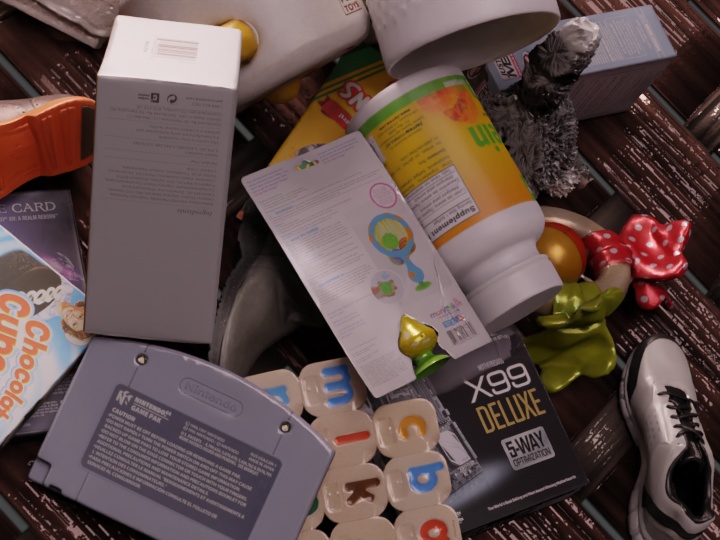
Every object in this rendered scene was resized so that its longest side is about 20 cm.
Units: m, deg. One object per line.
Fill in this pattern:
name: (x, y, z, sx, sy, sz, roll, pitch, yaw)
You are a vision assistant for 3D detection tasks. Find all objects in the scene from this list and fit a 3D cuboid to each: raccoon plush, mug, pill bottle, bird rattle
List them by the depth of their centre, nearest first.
pill bottle: (0.080, -0.054, 1.327, 0.110, 0.111, 0.201, -22, 76, -30)
mug: (0.079, -0.263, 1.345, 0.199, 0.147, 0.177, -5, 77, -60)
raccoon plush: (0.178, -0.126, 1.411, 0.133, 0.200, 0.097, -12, 67, -48)
bird rattle: (0.189, -0.005, 1.419, 0.162, 0.113, 0.200, 32, 52, 15)

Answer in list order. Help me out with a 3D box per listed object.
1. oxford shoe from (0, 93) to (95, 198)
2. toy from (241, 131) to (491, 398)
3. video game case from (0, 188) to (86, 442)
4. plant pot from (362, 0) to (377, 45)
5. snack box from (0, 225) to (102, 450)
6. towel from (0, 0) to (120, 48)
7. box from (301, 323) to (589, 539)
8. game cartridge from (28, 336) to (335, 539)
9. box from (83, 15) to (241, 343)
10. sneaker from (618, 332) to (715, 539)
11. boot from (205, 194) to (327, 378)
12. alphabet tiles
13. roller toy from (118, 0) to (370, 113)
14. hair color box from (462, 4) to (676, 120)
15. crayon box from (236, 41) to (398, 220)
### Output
oxford shoe: (-0.297, -0.092, 1.279, 0.199, 0.073, 0.072, -16, 114, -32)
toy: (0.000, 0.000, 1.268, 0.114, 0.047, 0.201, -24, 70, -29)
video game case: (-0.274, 0.033, 1.251, 0.142, 0.019, 0.202, -4, 66, -25)
plant pot: (0.021, -0.309, 1.466, 0.186, 0.187, 0.201, 30, 70, -6)
snack box: (-0.285, 0.071, 1.193, 0.116, 0.037, 0.200, 39, 56, -1)
towel: (-0.224, -0.296, 1.359, 0.132, 0.034, 0.202, 23, 92, -26)
box: (0.064, 0.136, 1.319, 0.198, 0.050, 0.159, -15, 72, -27)
game cartridge: (-0.126, 0.134, 1.207, 0.199, 0.042, 0.134, 25, 79, 1)
box: (-0.144, -0.066, 1.201, 0.096, 0.202, 0.125, 5, 26, -5)
sneaker: (0.267, 0.141, 1.385, 0.073, 0.080, 0.202, 9, 60, -16)
boot: (-0.046, 0.033, 1.293, 0.129, 0.068, 0.202, 15, 67, -2)
alphabet tiles: (-0.029, 0.171, 1.230, 0.194, 0.015, 0.202, -12, 83, -2)
roller toy: (-0.090, -0.200, 1.336, 0.182, 0.200, 0.141, -30, 95, -17)
hair color box: (0.176, -0.177, 1.496, 0.198, 0.099, 0.061, -14, 70, -28)
crayon box: (-0.003, -0.090, 1.406, 0.126, 0.051, 0.201, 33, 57, -4)
